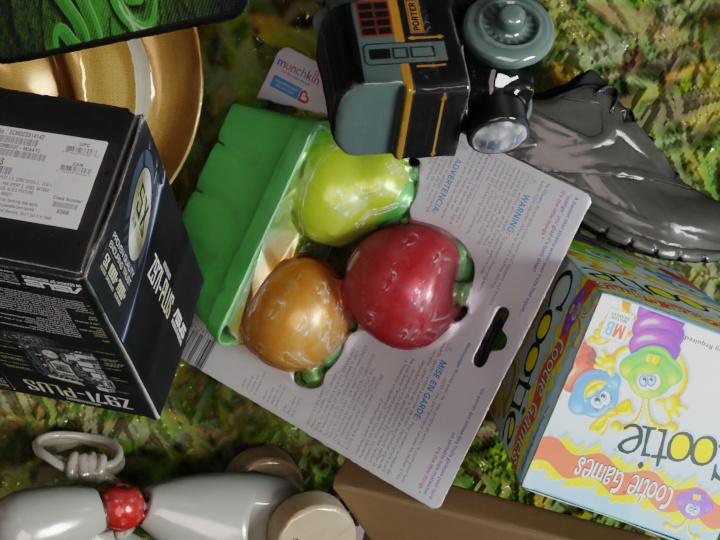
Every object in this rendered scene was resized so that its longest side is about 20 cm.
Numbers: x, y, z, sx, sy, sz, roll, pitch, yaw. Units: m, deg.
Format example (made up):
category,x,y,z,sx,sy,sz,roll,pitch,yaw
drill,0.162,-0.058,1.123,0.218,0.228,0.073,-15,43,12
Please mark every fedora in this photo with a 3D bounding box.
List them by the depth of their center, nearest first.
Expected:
category,x,y,z,sx,sy,sz,roll,pitch,yaw
fedora,-0.178,-0.102,0.715,0.200,0.082,0.201,-1,104,-3

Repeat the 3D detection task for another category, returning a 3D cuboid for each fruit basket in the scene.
category,x,y,z,sx,sy,sz,roll,pitch,yaw
fruit basket,0.000,0.000,0.758,0.200,0.094,0.186,27,98,16

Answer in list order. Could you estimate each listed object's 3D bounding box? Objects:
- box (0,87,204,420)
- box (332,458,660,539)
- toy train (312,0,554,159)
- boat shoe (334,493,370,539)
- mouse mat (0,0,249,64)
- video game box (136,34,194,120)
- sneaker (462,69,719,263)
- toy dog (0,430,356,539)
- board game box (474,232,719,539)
category,x,y,z,sx,sy,sz,roll,pitch,yaw
box,-0.192,-0.013,0.670,0.200,0.164,0.086,10,63,10
box,0.094,0.177,0.769,0.021,0.200,0.164,-55,134,-28
toy train,0.029,-0.145,0.722,0.114,0.085,0.200,-4,61,-9
boat shoe,-0.021,0.228,0.849,0.072,0.066,0.201,23,100,-5
mouse mat,-0.137,-0.196,0.609,0.161,0.008,0.200,-5,110,29
video game box,-0.224,-0.112,0.777,0.200,0.047,0.182,39,100,-10
sneaker,0.138,-0.062,0.793,0.200,0.076,0.091,19,94,-9
toy dog,-0.104,0.162,0.798,0.200,0.132,0.097,5,104,-3
board game box,0.135,0.051,0.749,0.105,0.200,0.103,20,101,-7
